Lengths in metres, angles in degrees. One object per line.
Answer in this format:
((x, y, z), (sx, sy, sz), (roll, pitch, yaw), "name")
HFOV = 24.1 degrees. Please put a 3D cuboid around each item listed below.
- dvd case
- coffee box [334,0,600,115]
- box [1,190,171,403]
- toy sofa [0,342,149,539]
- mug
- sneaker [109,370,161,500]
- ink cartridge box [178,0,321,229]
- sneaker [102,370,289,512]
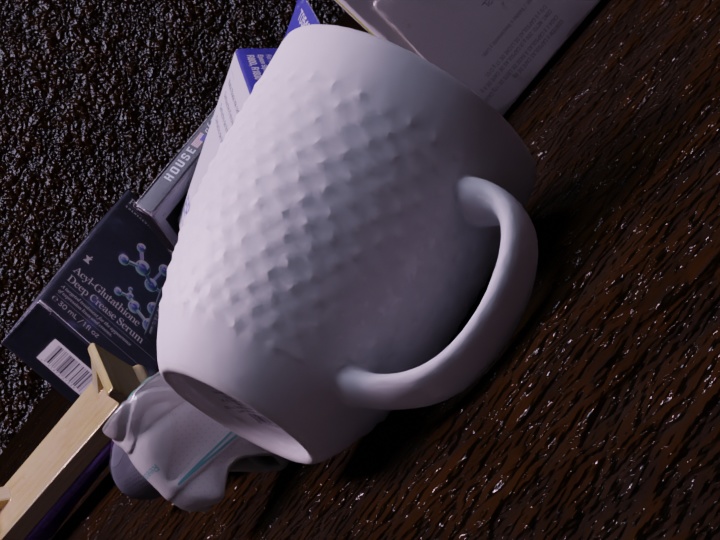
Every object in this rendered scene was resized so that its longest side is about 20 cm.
((-0.091, -0.051, 1.363), (0.151, 0.025, 0.200), (-52, -32, -15), "dvd case")
((0.071, -0.245, 1.201), (0.200, 0.200, 0.198), (-48, 8, 6), "coffee box")
((-0.268, 0.041, 1.850), (0.107, 0.148, 0.201), (-39, 14, 45), "box")
((-0.254, 0.175, 1.508), (0.200, 0.097, 0.083), (-48, 34, 8), "toy sofa")
((0.000, 0.000, 0.802), (0.199, 0.148, 0.176), (13, 68, 46), "mug")
((-0.108, 0.103, 1.072), (0.200, 0.074, 0.088), (-43, 16, 35), "sneaker")
((-0.070, -0.070, 1.165), (0.200, 0.040, 0.202), (-114, 42, -58), "ink cartridge box")
((-0.050, 0.069, 0.956), (0.199, 0.081, 0.070), (-33, -10, -35), "sneaker")
